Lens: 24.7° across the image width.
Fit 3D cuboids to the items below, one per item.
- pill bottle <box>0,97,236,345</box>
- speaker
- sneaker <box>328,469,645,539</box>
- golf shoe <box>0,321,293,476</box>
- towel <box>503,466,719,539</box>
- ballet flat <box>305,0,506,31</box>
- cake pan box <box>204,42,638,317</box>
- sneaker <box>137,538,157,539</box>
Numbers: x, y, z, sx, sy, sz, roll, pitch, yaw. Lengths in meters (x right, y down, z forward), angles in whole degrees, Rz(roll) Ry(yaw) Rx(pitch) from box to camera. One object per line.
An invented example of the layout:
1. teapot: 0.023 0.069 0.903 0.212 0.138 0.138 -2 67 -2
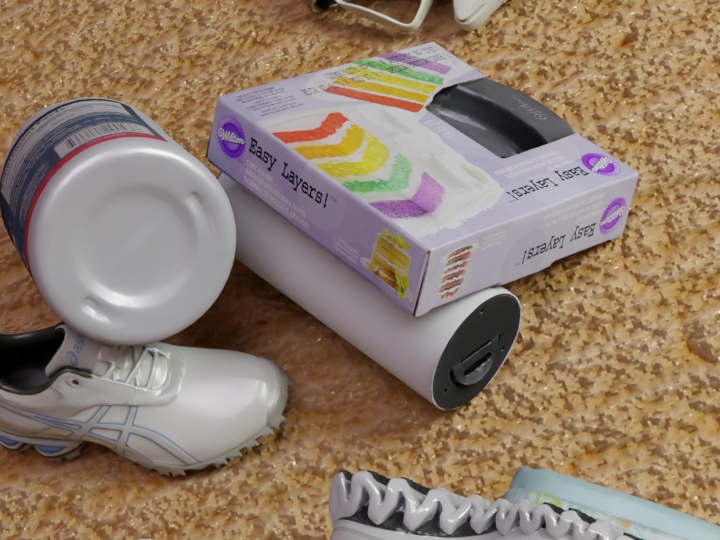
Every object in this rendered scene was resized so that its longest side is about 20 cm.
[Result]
1. pill bottle: -0.156 -0.040 1.003 0.119 0.120 0.200 -35 24 -7
2. speaker: 0.000 0.000 0.992 0.200 0.081 0.081 36 74 31
3. sneaker: 0.068 0.155 0.837 0.199 0.075 0.082 4 74 34
4. golf shoe: -0.144 0.069 0.982 0.198 0.097 0.079 -3 57 12
5. towel: 0.139 0.206 0.844 0.199 0.048 0.172 16 64 24
6. ballet flat: 0.048 -0.198 1.115 0.198 0.068 0.073 2 80 18
7. cake pan box: 0.040 -0.062 0.981 0.199 0.053 0.184 -19 46 -40
8. sneaker: -0.081 0.220 0.868 0.099 0.078 0.201 -8 45 4
